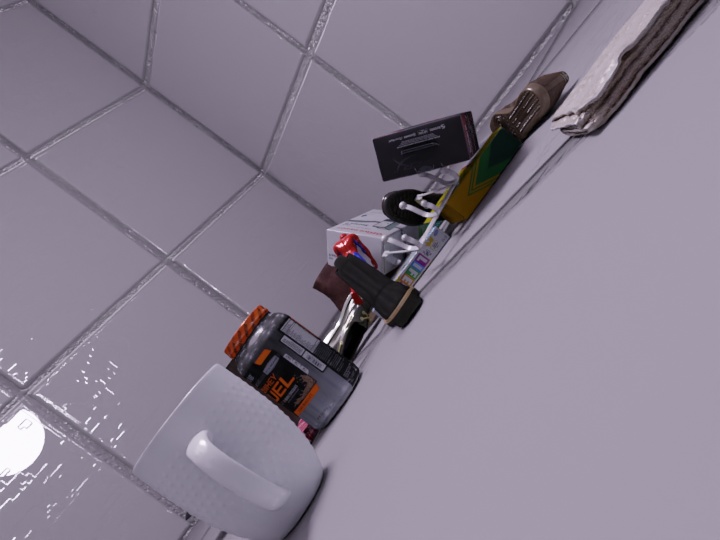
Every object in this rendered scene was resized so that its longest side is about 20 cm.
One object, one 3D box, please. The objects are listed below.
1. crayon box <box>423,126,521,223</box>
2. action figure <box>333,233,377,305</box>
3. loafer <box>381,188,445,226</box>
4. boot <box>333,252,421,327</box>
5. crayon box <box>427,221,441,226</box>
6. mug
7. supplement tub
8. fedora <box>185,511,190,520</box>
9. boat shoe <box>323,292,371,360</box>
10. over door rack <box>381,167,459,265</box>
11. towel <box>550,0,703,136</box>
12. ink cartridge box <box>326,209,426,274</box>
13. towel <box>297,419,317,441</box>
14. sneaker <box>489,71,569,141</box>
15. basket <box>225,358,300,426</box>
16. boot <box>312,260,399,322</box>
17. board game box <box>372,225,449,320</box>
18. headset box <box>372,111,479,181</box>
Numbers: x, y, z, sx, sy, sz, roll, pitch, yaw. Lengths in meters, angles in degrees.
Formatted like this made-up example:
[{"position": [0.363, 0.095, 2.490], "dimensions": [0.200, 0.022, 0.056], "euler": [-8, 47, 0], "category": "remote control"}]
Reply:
[{"position": [0.201, -0.157, 1.004], "dimensions": [0.200, 0.051, 0.127], "euler": [-54, 4, 1], "category": "crayon box"}, {"position": [0.000, 0.000, 1.050], "dimensions": [0.065, 0.099, 0.200], "euler": [-33, 39, 8], "category": "action figure"}, {"position": [0.113, -0.129, 1.126], "dimensions": [0.071, 0.200, 0.073], "euler": [13, 101, 49], "category": "loafer"}, {"position": [0.021, 0.022, 0.885], "dimensions": [0.078, 0.138, 0.200], "euler": [-54, 0, -7], "category": "boot"}, {"position": [0.151, -0.104, 1.421], "dimensions": [0.119, 0.058, 0.200], "euler": [-54, 1, 3], "category": "crayon box"}, {"position": [-0.133, 0.211, 0.597], "dimensions": [0.148, 0.175, 0.200], "euler": [-54, 2, -16], "category": "mug"}, {"position": [-0.112, 0.152, 0.885], "dimensions": [0.123, 0.200, 0.123], "euler": [-54, 0, 1], "category": "supplement tub"}, {"position": [-0.296, 0.487, 1.202], "dimensions": [0.201, 0.092, 0.201], "euler": [-54, 1, 2], "category": "fedora"}, {"position": [-0.012, 0.113, 1.144], "dimensions": [0.202, 0.060, 0.072], "euler": [-60, -37, -15], "category": "boat shoe"}, {"position": [0.092, -0.095, 0.970], "dimensions": [0.148, 0.067, 0.200], "euler": [-60, 4, -10], "category": "over door rack"}, {"position": [0.272, -0.224, 0.550], "dimensions": [0.200, 0.034, 0.133], "euler": [-53, 2, 13], "category": "towel"}, {"position": [0.039, -0.067, 1.195], "dimensions": [0.200, 0.146, 0.084], "euler": [-31, -55, -53], "category": "ink cartridge box"}, {"position": [-0.101, 0.286, 0.994], "dimensions": [0.145, 0.022, 0.200], "euler": [-54, 1, 24], "category": "towel"}, {"position": [0.295, -0.277, 0.948], "dimensions": [0.075, 0.071, 0.200], "euler": [-35, 1, -9], "category": "sneaker"}, {"position": [-0.194, 0.256, 1.172], "dimensions": [0.180, 0.200, 0.136], "euler": [-52, 2, 44], "category": "basket"}, {"position": [-0.003, 0.019, 1.228], "dimensions": [0.200, 0.166, 0.072], "euler": [-54, -4, 29], "category": "boot"}, {"position": [0.098, -0.001, 1.078], "dimensions": [0.200, 0.034, 0.134], "euler": [-54, 1, 9], "category": "board game box"}, {"position": [0.115, -0.213, 0.925], "dimensions": [0.148, 0.075, 0.200], "euler": [-11, 14, 20], "category": "headset box"}]
